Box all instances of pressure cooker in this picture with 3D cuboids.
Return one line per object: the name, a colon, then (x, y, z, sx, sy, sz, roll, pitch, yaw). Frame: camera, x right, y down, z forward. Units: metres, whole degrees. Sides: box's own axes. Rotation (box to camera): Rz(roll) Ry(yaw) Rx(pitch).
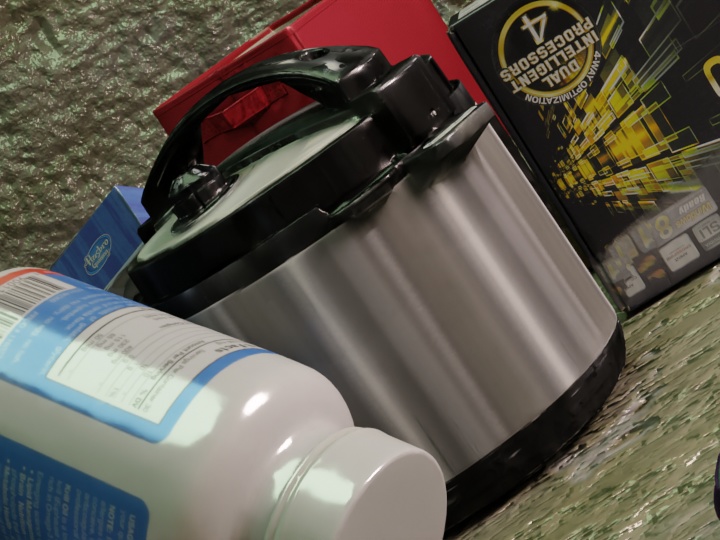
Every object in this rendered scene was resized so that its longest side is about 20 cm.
pressure cooker: (-0.001, 0.001, 0.942, 0.175, 0.201, 0.179, -35, 8, 3)

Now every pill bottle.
pill bottle: (-0.071, 0.077, 0.844, 0.199, 0.113, 0.112, 20, 42, 31)

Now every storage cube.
storage cube: (-0.021, -0.117, 1.734, 0.170, 0.180, 0.200, -26, 12, 41)

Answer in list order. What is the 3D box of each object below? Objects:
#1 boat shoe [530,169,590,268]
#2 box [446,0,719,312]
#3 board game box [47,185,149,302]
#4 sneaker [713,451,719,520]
boat shoe: (0.140, -0.083, 1.127, 0.063, 0.073, 0.200, -31, -21, -38)
box: (0.164, -0.100, 1.020, 0.199, 0.162, 0.049, -31, 10, 11)
board game box: (-0.122, 0.039, 1.257, 0.200, 0.043, 0.198, -48, -27, 23)
sneaker: (0.132, 0.063, 0.608, 0.088, 0.074, 0.200, -45, -6, 25)
